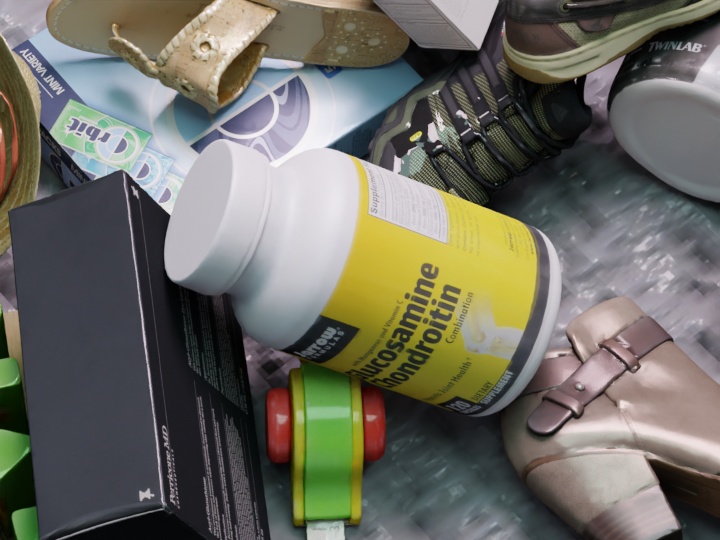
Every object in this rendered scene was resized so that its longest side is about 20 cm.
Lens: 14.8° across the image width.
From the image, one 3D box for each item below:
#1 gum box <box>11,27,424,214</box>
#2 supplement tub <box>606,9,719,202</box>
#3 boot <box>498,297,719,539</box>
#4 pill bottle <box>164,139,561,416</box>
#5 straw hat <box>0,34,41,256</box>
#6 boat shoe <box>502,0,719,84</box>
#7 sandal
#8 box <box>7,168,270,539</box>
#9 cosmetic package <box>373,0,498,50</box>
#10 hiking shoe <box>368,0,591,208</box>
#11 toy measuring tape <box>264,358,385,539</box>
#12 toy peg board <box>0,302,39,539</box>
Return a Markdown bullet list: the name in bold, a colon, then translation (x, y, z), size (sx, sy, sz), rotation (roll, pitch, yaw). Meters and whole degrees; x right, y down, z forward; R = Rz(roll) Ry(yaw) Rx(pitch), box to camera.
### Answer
- **gum box**: translation (-0.091, -0.107, 1.652), size (0.200, 0.045, 0.170), rotation (-34, 67, -21)
- **supplement tub**: translation (0.235, -0.150, 1.651), size (0.122, 0.123, 0.200), rotation (23, 62, 9)
- **boot**: translation (0.178, 0.078, 1.549), size (0.199, 0.070, 0.146), rotation (-18, 58, -17)
- **pill bottle**: translation (0.000, 0.000, 1.498), size (0.199, 0.112, 0.112), rotation (20, 58, -23)
- **straw hat**: translation (-0.233, -0.094, 1.595), size (0.201, 0.201, 0.085), rotation (42, 35, 18)
- **boat shoe**: translation (0.164, -0.177, 1.562), size (0.200, 0.066, 0.072), rotation (-31, 53, -17)
- **sandal**: translation (-0.074, -0.124, 1.593), size (0.211, 0.078, 0.070), rotation (1, 54, -8)
- **box**: translation (-0.117, 0.069, 1.491), size (0.079, 0.141, 0.201), rotation (-17, 60, 14)
- **cosmetic package**: translation (0.064, -0.235, 1.602), size (0.051, 0.083, 0.201), rotation (8, 68, 37)
- **hiking shoe**: translation (0.078, -0.087, 1.597), size (0.101, 0.076, 0.200), rotation (5, 60, 53)
- **toy measuring tape**: translation (-0.018, 0.118, 1.518), size (0.073, 0.074, 0.201), rotation (-1, 61, -4)
- **toy peg board**: translation (-0.251, 0.112, 1.493), size (0.198, 0.098, 0.201), rotation (-13, 62, -10)
